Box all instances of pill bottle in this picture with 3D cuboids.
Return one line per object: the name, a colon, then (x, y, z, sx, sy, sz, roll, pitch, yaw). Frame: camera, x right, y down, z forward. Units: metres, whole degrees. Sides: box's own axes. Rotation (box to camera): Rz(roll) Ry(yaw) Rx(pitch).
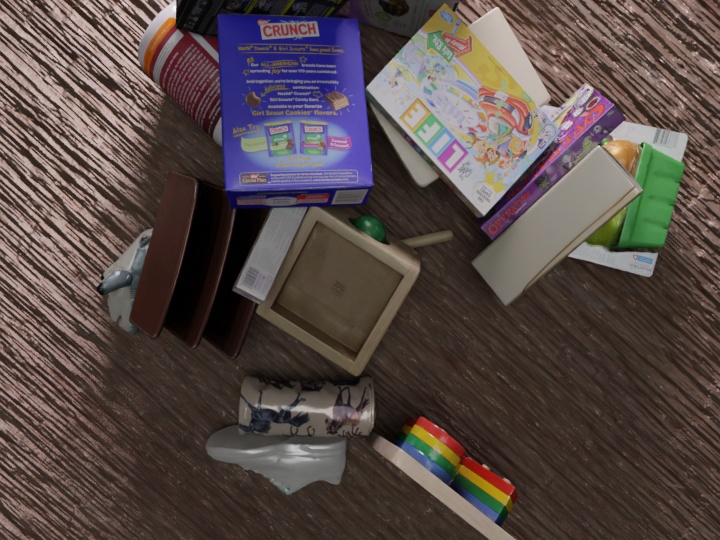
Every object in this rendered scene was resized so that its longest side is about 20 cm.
pill bottle: (-0.179, -0.235, 0.778, 0.200, 0.113, 0.113, 45, 93, -2)

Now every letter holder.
letter holder: (-0.197, -0.005, 0.766, 0.140, 0.099, 0.206, 21, 96, 44)

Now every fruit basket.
fruit basket: (0.311, -0.107, 0.805, 0.194, 0.094, 0.191, 14, 94, 16)

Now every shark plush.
shark plush: (-0.280, -0.014, 0.838, 0.083, 0.090, 0.202, 43, 72, -22)

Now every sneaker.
sneaker: (-0.116, 0.267, 0.836, 0.193, 0.075, 0.091, 3, 106, 0)

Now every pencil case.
pencil case: (-0.074, 0.182, 0.819, 0.193, 0.090, 0.080, 1, 104, 2)

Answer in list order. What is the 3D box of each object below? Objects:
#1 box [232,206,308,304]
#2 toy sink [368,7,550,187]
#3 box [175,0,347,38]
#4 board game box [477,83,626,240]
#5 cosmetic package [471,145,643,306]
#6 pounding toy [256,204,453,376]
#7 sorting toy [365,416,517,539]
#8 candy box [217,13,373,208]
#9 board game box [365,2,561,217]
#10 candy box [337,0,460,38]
box: (-0.093, -0.059, 0.726, 0.041, 0.039, 0.205, 26, 74, -15)
toy sink: (0.116, -0.208, 0.777, 0.198, 0.112, 0.132, -35, 93, -2)
box: (-0.103, -0.314, 0.665, 0.156, 0.198, 0.046, 2, 80, -31)
board game box: (0.222, -0.136, 0.746, 0.032, 0.121, 0.200, 37, 113, -19)
cosmetic package: (0.239, -0.053, 0.737, 0.074, 0.103, 0.200, 50, 117, 13)
pounding toy: (0.000, 0.000, 0.795, 0.181, 0.142, 0.203, 31, 104, -1)
sorting toy: (0.116, 0.261, 0.771, 0.198, 0.199, 0.070, 38, 78, -1)
candy box: (-0.076, -0.181, 0.693, 0.164, 0.077, 0.207, -2, 80, -11)
board game box: (0.118, -0.183, 0.704, 0.200, 0.034, 0.135, 45, 90, -4)
candy box: (0.030, -0.364, 0.737, 0.194, 0.168, 0.074, 18, 89, -1)
